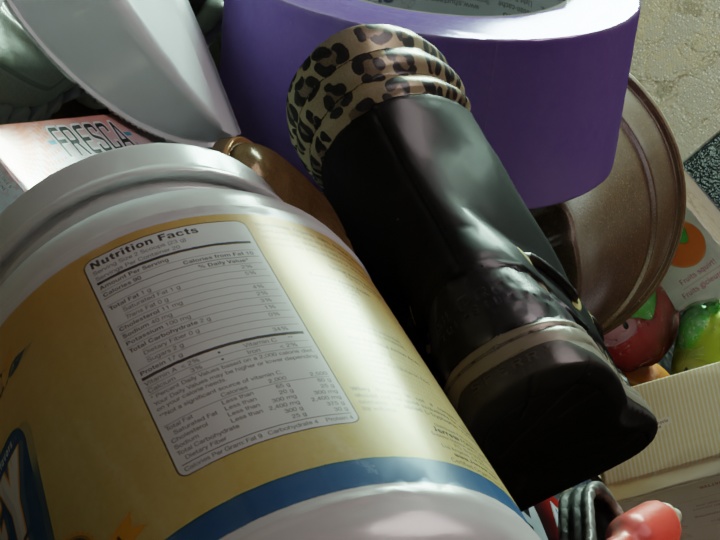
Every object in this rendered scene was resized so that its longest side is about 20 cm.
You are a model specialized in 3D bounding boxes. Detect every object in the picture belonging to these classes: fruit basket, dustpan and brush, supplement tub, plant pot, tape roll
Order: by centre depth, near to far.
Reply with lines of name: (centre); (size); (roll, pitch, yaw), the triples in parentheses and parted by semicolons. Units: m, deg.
supplement tub: (-0.041, 0.066, 0.555); (0.145, 0.145, 0.200); (34, 16, -42)
dustpan and brush: (-0.132, -0.127, 0.740); (0.140, 0.057, 0.200); (67, 12, 23)
tape roll: (0.031, -0.105, 0.884); (0.200, 0.085, 0.200); (6, 25, -3)
plant pot: (0.069, -0.022, 1.022); (0.200, 0.200, 0.198); (49, 24, 1)
fruit basket: (0.182, 0.059, 1.149); (0.200, 0.185, 0.094); (46, 39, -8)

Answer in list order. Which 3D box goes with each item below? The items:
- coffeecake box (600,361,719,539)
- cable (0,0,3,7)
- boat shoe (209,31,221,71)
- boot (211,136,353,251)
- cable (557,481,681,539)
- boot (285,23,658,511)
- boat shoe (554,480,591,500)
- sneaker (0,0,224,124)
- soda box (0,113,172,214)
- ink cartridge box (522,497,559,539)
coffeecake box: (0.238, 0.132, 1.049); (0.200, 0.153, 0.073); (55, 23, -47)
cable: (-0.204, -0.135, 0.588); (0.200, 0.069, 0.200); (-4, 50, -29)
boat shoe: (-0.101, -0.122, 1.004); (0.200, 0.072, 0.068); (47, 9, -47)
boot: (0.000, 0.000, 0.806); (0.200, 0.075, 0.074); (46, 46, -49)
cable: (0.098, 0.116, 0.688); (0.097, 0.050, 0.200); (59, 16, 20)
boot: (0.039, 0.007, 0.665); (0.151, 0.073, 0.200); (62, 5, 20)
boat shoe: (0.098, 0.119, 0.976); (0.091, 0.071, 0.200); (52, 21, 1)
sneaker: (-0.134, -0.114, 0.847); (0.075, 0.081, 0.200); (54, 24, 12)
soda box: (-0.112, -0.018, 0.728); (0.068, 0.064, 0.200); (50, 16, 4)
ink cartridge box: (0.018, 0.130, 0.692); (0.176, 0.084, 0.200); (42, 18, -23)
